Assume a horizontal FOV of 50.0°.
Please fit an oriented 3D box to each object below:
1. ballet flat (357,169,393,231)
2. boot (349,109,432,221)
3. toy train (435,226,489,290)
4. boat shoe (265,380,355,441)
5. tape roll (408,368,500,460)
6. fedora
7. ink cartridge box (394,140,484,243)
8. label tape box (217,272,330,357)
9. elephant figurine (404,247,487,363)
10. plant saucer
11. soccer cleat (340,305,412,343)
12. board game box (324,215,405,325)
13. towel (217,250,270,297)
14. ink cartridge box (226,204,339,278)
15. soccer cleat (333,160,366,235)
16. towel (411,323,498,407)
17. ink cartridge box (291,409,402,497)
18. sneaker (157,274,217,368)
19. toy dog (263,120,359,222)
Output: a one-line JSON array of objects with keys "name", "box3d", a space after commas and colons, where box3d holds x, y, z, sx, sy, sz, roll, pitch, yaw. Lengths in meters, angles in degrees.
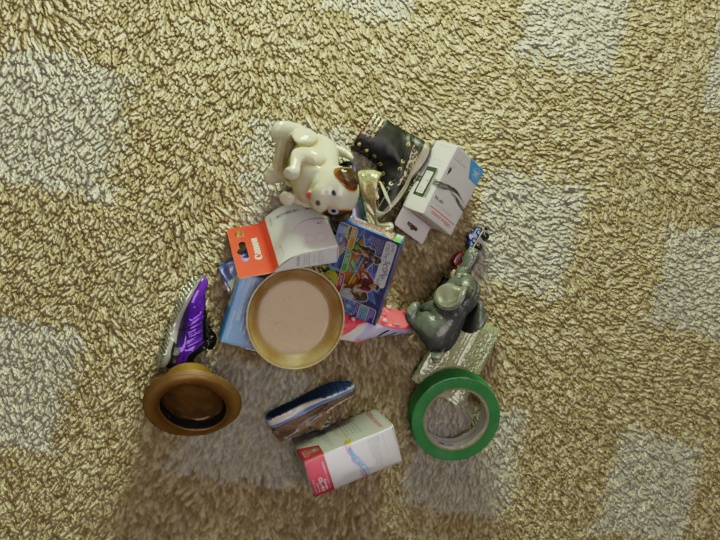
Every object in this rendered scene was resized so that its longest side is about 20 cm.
[{"name": "ballet flat", "box3d": [0.035, -0.107, 1.576, 0.070, 0.071, 0.203, -13, 104, -14]}, {"name": "boot", "box3d": [0.041, -0.220, 1.619, 0.150, 0.073, 0.201, 35, 94, -10]}, {"name": "toy train", "box3d": [0.222, -0.017, 1.707, 0.046, 0.034, 0.201, 32, 87, -3]}, {"name": "boat shoe", "box3d": [-0.097, 0.297, 1.632, 0.198, 0.072, 0.073, -22, 105, -2]}, {"name": "tape roll", "box3d": [0.205, 0.318, 1.698, 0.198, 0.048, 0.203, -2, 108, -8]}, {"name": "fedora", "box3d": [-0.333, 0.245, 1.535, 0.198, 0.082, 0.202, -6, 131, -7]}, {"name": "ink cartridge box", "box3d": [0.168, -0.156, 1.638, 0.116, 0.068, 0.202, 30, 86, -44]}, {"name": "label tape box", "box3d": [-0.173, 0.096, 1.568, 0.198, 0.066, 0.145, 17, 90, -19]}, {"name": "elephant figurine", "box3d": [0.198, 0.068, 1.610, 0.200, 0.141, 0.156, -41, 78, 14]}, {"name": "plant saucer", "box3d": [-0.131, 0.093, 1.528, 0.198, 0.035, 0.203, -1, 94, -17]}, {"name": "soccer cleat", "box3d": [0.022, 0.121, 1.656, 0.198, 0.067, 0.077, 2, 130, -23]}, {"name": "board game box", "box3d": [0.000, 0.000, 1.568, 0.134, 0.034, 0.202, 23, 120, 9]}, {"name": "towel", "box3d": [-0.194, 0.049, 1.603, 0.146, 0.024, 0.202, -26, 101, -12]}, {"name": "ink cartridge box", "box3d": [-0.157, -0.066, 1.535, 0.197, 0.163, 0.058, -6, 131, -16]}, {"name": "soccer cleat", "box3d": [-0.018, -0.127, 1.623, 0.073, 0.068, 0.203, -1, 89, -41]}, {"name": "towel", "box3d": [0.215, 0.190, 1.719, 0.147, 0.036, 0.202, 29, 87, -17]}, {"name": "ink cartridge box", "box3d": [-0.031, 0.376, 1.611, 0.198, 0.148, 0.087, -17, 99, -12]}, {"name": "sneaker", "box3d": [-0.331, 0.111, 1.554, 0.099, 0.069, 0.202, 21, 93, -22]}, {"name": "toy dog", "box3d": [-0.080, -0.179, 1.519, 0.192, 0.200, 0.141, -1, 127, -36]}]
